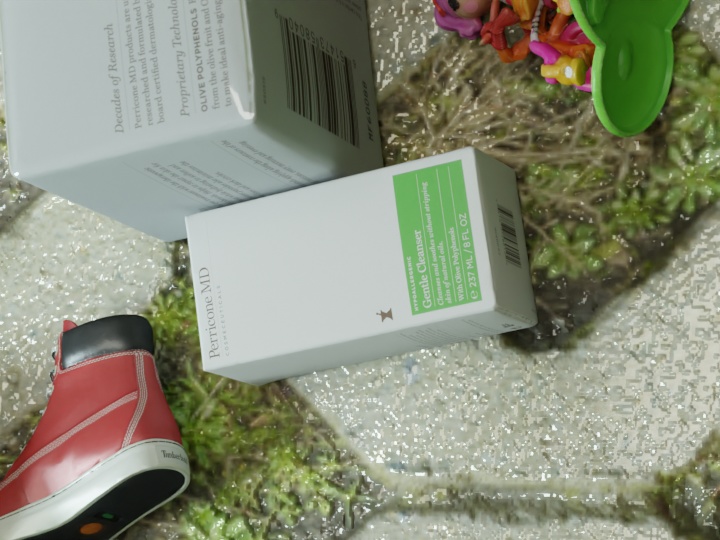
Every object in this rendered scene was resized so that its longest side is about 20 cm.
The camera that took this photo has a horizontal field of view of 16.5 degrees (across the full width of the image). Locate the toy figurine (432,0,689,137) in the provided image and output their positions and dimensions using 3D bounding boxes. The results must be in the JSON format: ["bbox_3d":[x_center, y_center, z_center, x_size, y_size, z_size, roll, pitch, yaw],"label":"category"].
[{"bbox_3d":[0.099,-0.193,1.545,0.184,0.150,0.200,12,110,39],"label":"toy figurine"}]

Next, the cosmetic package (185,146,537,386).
[{"bbox_3d":[0.000,0.000,1.557,0.200,0.085,0.108,-14,77,20],"label":"cosmetic package"}]

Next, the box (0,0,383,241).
[{"bbox_3d":[-0.107,-0.143,1.566,0.171,0.199,0.200,-13,74,22],"label":"box"}]

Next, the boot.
[{"bbox_3d":[-0.206,0.116,1.645,0.200,0.072,0.144,-33,56,23],"label":"boot"}]
